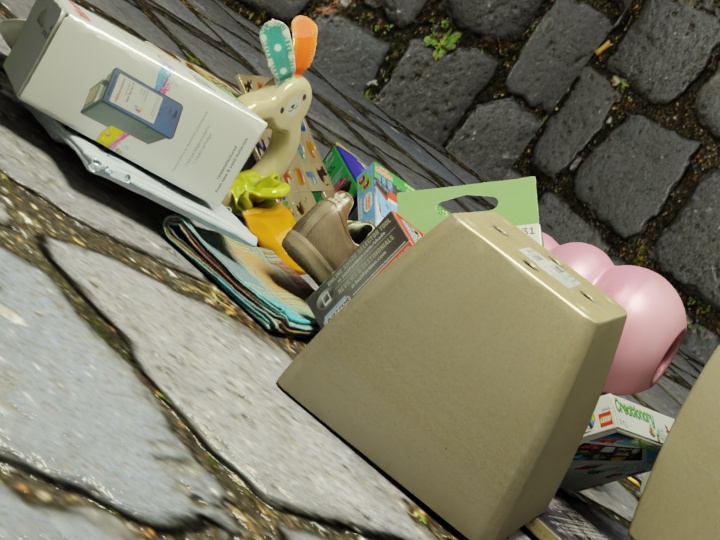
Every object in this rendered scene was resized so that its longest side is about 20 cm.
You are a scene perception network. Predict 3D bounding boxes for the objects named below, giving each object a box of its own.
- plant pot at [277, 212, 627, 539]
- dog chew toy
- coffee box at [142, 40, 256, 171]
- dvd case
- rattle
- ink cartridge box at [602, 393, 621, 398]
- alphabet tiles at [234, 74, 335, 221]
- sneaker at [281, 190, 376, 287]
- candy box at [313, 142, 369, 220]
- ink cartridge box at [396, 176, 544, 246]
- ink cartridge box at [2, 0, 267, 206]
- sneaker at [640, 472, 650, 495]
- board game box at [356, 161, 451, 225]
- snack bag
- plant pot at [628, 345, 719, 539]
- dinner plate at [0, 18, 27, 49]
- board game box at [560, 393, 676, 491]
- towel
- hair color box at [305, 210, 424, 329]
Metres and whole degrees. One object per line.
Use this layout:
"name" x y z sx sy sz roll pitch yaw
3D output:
"plant pot" 0.090 0.065 1.399 0.199 0.178 0.200 37 13 14
"dog chew toy" 0.211 0.031 1.767 0.199 0.125 0.124 33 7 17
"coffee box" -0.162 -0.158 1.951 0.113 0.080 0.200 41 10 26
"dvd case" 0.201 0.243 1.495 0.200 0.016 0.148 41 8 28
"rattle" -0.066 -0.124 1.753 0.130 0.201 0.143 28 12 -43
"ink cartridge box" 0.164 0.113 1.808 0.199 0.084 0.146 30 12 -40
"alphabet tiles" -0.073 -0.113 1.941 0.202 0.007 0.167 67 21 6
"sneaker" 0.000 0.000 1.669 0.070 0.076 0.200 39 -6 31
"candy box" 0.030 -0.051 2.167 0.168 0.077 0.200 35 8 -19
"ink cartridge box" 0.101 -0.021 1.733 0.048 0.144 0.201 76 10 -50
"ink cartridge box" -0.197 -0.151 1.577 0.199 0.088 0.145 30 6 -23
"sneaker" 0.373 0.265 1.874 0.099 0.071 0.200 26 9 -29
"board game box" 0.063 -0.009 1.983 0.151 0.037 0.201 32 33 -26
"snack bag" -0.191 -0.085 1.587 0.188 0.022 0.200 27 8 -37
"plant pot" 0.349 0.219 1.561 0.200 0.177 0.200 41 3 -31
"dinner plate" -0.251 -0.178 1.732 0.198 0.024 0.200 23 -9 4
"board game box" 0.205 0.156 1.635 0.200 0.125 0.035 23 51 -58
"towel" -0.078 0.011 1.592 0.146 0.022 0.200 41 9 22
"hair color box" 0.062 0.049 1.579 0.199 0.111 0.064 36 15 -36
